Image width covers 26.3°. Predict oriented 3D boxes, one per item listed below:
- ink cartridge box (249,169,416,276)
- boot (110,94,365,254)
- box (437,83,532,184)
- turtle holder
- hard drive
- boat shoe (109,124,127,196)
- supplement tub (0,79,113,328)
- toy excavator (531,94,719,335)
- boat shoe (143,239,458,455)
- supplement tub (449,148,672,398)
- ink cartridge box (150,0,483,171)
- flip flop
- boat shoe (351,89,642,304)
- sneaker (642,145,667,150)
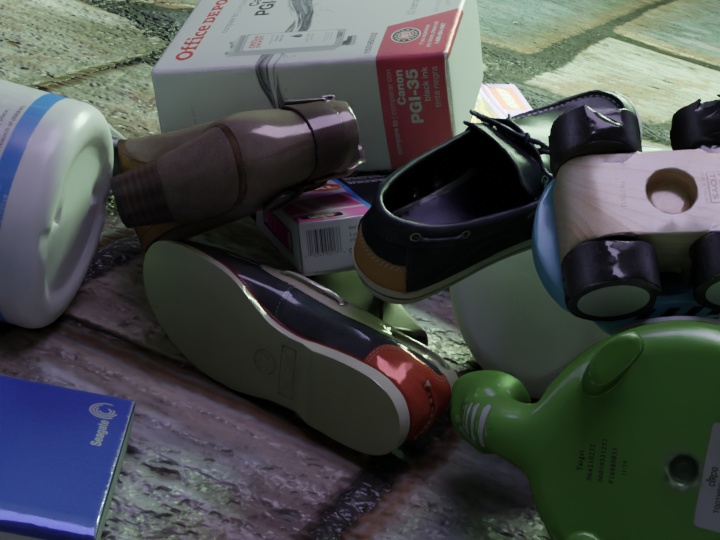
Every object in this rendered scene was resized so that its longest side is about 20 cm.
[{"bbox_3d":[-0.010,-0.036,0.957,0.094,0.038,0.200,-8,11,-11],"label":"ink cartridge box"},{"bbox_3d":[-0.070,-0.061,0.913,0.145,0.071,0.200,-17,8,-4],"label":"boot"},{"bbox_3d":[0.101,-0.059,1.128,0.136,0.039,0.201,-3,49,-35],"label":"box"},{"bbox_3d":[0.144,0.096,0.764,0.184,0.142,0.132,-20,-1,14],"label":"turtle holder"},{"bbox_3d":[-0.211,0.079,0.711,0.198,0.026,0.132,11,21,-5],"label":"hard drive"},{"bbox_3d":[-0.223,-0.071,1.020,0.064,0.075,0.201,21,15,32],"label":"boat shoe"},{"bbox_3d":[-0.252,-0.054,0.873,0.198,0.133,0.132,16,21,5],"label":"supplement tub"},{"bbox_3d":[0.184,0.000,0.832,0.192,0.200,0.101,-3,65,-2],"label":"toy excavator"},{"bbox_3d":[-0.037,0.034,0.856,0.199,0.072,0.062,28,36,29],"label":"boat shoe"},{"bbox_3d":[0.169,-0.002,0.976,0.199,0.146,0.145,-6,28,-41],"label":"supplement tub"},{"bbox_3d":[-0.025,-0.131,1.035,0.198,0.084,0.147,-1,31,13],"label":"ink cartridge box"},{"bbox_3d":[0.000,0.000,0.991,0.080,0.058,0.200,10,21,-8],"label":"flip flop"},{"bbox_3d":[0.081,-0.052,0.842,0.199,0.063,0.075,-29,56,-24],"label":"boat shoe"},{"bbox_3d":[0.252,-0.040,1.200,0.198,0.081,0.115,24,15,22],"label":"sneaker"}]
